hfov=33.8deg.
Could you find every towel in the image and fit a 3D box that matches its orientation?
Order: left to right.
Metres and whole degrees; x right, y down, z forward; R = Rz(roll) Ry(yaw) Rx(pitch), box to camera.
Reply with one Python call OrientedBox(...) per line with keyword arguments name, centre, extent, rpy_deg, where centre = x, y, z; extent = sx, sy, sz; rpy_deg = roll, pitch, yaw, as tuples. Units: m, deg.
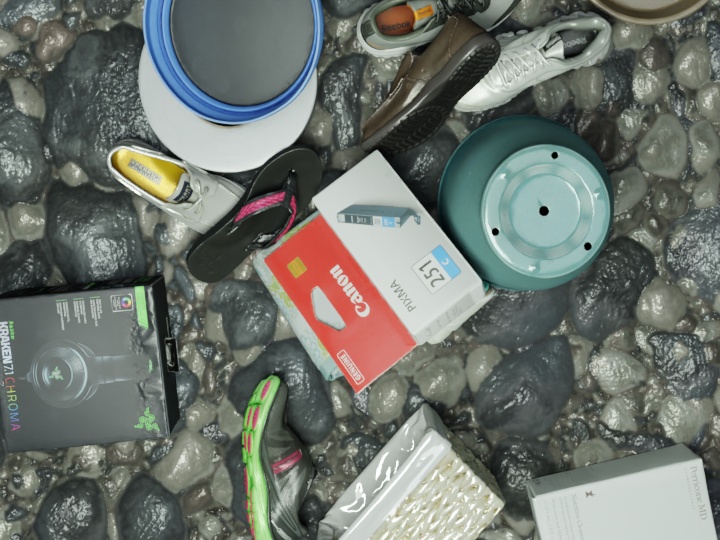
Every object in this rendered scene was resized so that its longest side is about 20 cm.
OrientedBox(name="towel", centre=(0.000, 0.000, 1.324), extent=(0.199, 0.048, 0.172), rpy_deg=(-35, 65, 0))

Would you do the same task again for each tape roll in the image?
OrientedBox(name="tape roll", centre=(-0.145, -0.212, 1.324), extent=(0.196, 0.066, 0.204), rpy_deg=(0, 96, 1))

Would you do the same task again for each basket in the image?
OrientedBox(name="basket", centre=(0.057, 0.274, 1.341), extent=(0.123, 0.136, 0.201), rpy_deg=(40, 95, -6))

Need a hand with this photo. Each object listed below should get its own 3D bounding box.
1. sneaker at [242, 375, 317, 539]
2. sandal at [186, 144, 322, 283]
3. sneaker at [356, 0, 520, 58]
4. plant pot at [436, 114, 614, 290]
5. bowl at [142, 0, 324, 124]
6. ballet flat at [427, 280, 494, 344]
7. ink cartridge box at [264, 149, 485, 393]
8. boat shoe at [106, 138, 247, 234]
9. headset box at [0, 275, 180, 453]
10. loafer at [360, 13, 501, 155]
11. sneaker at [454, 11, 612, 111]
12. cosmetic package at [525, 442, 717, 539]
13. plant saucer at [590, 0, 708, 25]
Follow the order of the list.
OrientedBox(name="sneaker", centre=(-0.092, 0.219, 1.374), extent=(0.082, 0.077, 0.204), rpy_deg=(-4, 99, -17))
OrientedBox(name="sandal", centre=(-0.111, -0.054, 1.314), extent=(0.200, 0.045, 0.075), rpy_deg=(-45, 126, 10))
OrientedBox(name="sneaker", centre=(0.092, -0.288, 1.311), extent=(0.197, 0.079, 0.075), rpy_deg=(-20, 94, 1))
OrientedBox(name="plant pot", centre=(0.188, -0.068, 1.278), extent=(0.196, 0.188, 0.204), rpy_deg=(0, 96, -1))
OrientedBox(name="bowl", centre=(-0.130, -0.257, 1.243), extent=(0.197, 0.039, 0.204), rpy_deg=(4, 103, 15))
OrientedBox(name="ballet flat", centre=(0.058, 0.057, 1.357), extent=(0.196, 0.069, 0.071), rpy_deg=(-9, 96, 8))
OrientedBox(name="ink cartridge box", centre=(0.008, -0.001, 1.272), extent=(0.175, 0.045, 0.201), rpy_deg=(-37, 66, -2))
OrientedBox(name="boat shoe", centre=(-0.195, -0.088, 1.332), extent=(0.198, 0.070, 0.072), rpy_deg=(30, 96, -7))
OrientedBox(name="headset box", centre=(-0.301, 0.104, 1.342), extent=(0.196, 0.093, 0.177), rpy_deg=(-5, 97, 0))
OrientedBox(name="loafer", centre=(0.071, -0.204, 1.310), extent=(0.200, 0.073, 0.072), rpy_deg=(-41, 62, 27))
OrientedBox(name="sneaker", centre=(0.187, -0.236, 1.316), extent=(0.197, 0.081, 0.076), rpy_deg=(-24, 97, 4))
OrientedBox(name="cosmetic package", centre=(0.300, 0.281, 1.368), extent=(0.197, 0.081, 0.115), rpy_deg=(-15, 94, 2))
OrientedBox(name="plant saucer", centre=(0.323, -0.377, 1.327), extent=(0.196, 0.029, 0.204), rpy_deg=(0, 96, 0))
